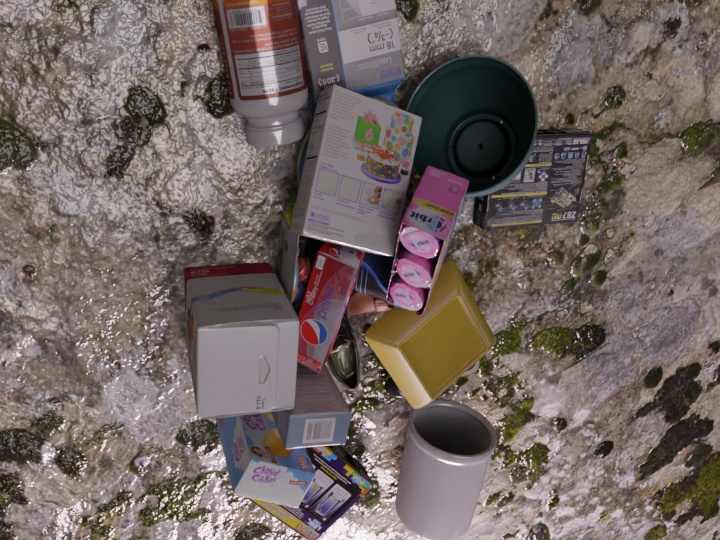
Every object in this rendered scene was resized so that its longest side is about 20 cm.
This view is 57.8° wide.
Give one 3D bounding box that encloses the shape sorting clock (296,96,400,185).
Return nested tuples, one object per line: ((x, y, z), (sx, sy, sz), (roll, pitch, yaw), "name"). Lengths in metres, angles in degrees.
((-0.004, -0.169, 1.001), (0.196, 0.039, 0.204), (-13, 127, -18), "shape sorting clock")

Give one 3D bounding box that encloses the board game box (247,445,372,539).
((-0.097, 0.391, 1.211), (0.165, 0.057, 0.200), (-42, 121, 2), "board game box")

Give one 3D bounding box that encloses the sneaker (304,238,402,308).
((0.000, 0.000, 1.049), (0.199, 0.071, 0.078), (39, 137, -9), "sneaker")

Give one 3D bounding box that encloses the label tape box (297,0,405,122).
((-0.012, -0.300, 0.943), (0.141, 0.063, 0.204), (-17, 117, -13), "label tape box")

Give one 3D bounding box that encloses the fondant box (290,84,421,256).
((-0.005, -0.135, 0.913), (0.142, 0.058, 0.205), (13, 90, -25), "fondant box")

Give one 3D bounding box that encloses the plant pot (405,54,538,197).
((0.175, -0.203, 0.996), (0.202, 0.199, 0.134), (-54, 161, 8), "plant pot")

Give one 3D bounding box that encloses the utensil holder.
((0.155, 0.380, 1.242), (0.166, 0.170, 0.204), (1, 114, -21), "utensil holder")

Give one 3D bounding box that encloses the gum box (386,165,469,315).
((0.093, -0.036, 0.953), (0.065, 0.115, 0.202), (20, 146, 9), "gum box")

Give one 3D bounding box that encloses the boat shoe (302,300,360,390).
((-0.040, 0.115, 1.108), (0.071, 0.066, 0.204), (-24, 119, -10), "boat shoe")

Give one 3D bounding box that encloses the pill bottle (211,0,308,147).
((-0.129, -0.277, 0.879), (0.110, 0.112, 0.204), (-14, 117, -15), "pill bottle")

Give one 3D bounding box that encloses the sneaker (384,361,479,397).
((0.126, 0.149, 1.194), (0.196, 0.075, 0.118), (-16, 111, -24), "sneaker")

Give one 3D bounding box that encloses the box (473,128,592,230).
((0.299, -0.160, 1.135), (0.195, 0.049, 0.165), (-7, 113, -19), "box")

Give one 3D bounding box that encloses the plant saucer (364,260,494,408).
((0.133, 0.120, 1.107), (0.199, 0.048, 0.201), (-39, 120, -8), "plant saucer")

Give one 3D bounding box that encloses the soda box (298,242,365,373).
((-0.054, 0.052, 1.002), (0.062, 0.070, 0.203), (22, 119, 4), "soda box")

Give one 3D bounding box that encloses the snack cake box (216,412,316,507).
((-0.159, 0.281, 1.055), (0.113, 0.200, 0.068), (25, 102, -28), "snack cake box")

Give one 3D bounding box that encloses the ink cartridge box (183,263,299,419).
((-0.181, 0.097, 0.967), (0.141, 0.200, 0.149), (-3, 113, -20), "ink cartridge box")

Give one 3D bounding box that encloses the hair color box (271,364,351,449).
((-0.094, 0.198, 1.045), (0.097, 0.200, 0.062), (2, 112, -22), "hair color box")

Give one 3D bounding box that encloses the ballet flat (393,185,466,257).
((0.084, -0.090, 1.074), (0.199, 0.068, 0.076), (-39, 111, 2), "ballet flat")

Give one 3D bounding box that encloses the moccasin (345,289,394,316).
((0.065, 0.041, 1.109), (0.197, 0.078, 0.075), (-8, 126, -19), "moccasin")

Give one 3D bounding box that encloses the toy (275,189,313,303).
((-0.098, -0.011, 1.001), (0.046, 0.115, 0.205), (-2, 112, -17), "toy")
